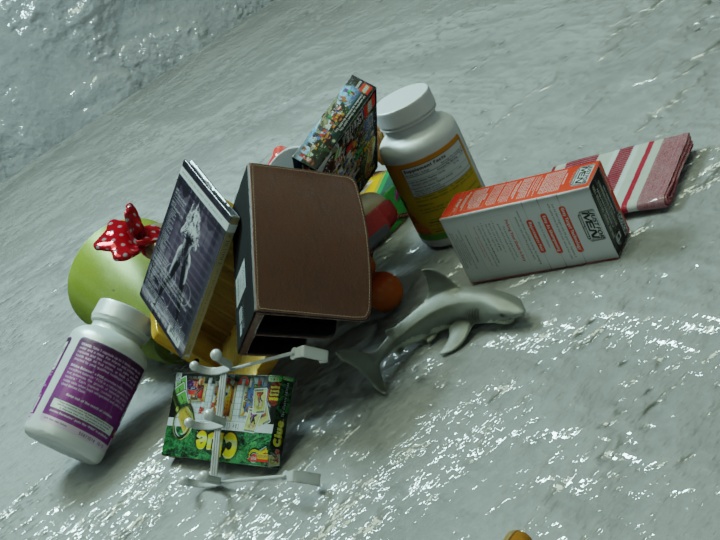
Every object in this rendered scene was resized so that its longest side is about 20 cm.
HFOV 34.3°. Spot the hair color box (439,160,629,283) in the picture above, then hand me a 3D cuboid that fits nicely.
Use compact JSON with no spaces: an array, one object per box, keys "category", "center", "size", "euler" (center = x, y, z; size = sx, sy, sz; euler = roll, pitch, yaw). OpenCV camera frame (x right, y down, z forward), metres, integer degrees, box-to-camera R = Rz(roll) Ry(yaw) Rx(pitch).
[{"category":"hair color box","center":[0.205,-0.054,1.388],"size":[0.199,0.102,0.061],"euler":[-10,30,35]}]

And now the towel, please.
[{"category":"towel","center":[0.312,-0.106,1.471],"size":[0.199,0.023,0.144],"euler":[-11,32,39]}]

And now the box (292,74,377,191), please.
[{"category":"box","center":[-0.028,-0.138,1.488],"size":[0.038,0.200,0.137],"euler":[29,70,14]}]

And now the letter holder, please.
[{"category":"letter holder","center":[-0.068,-0.010,1.351],"size":[0.141,0.101,0.201],"euler":[4,57,-17]}]

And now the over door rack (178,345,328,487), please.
[{"category":"over door rack","center":[-0.128,0.161,1.282],"size":[0.199,0.066,0.149],"euler":[-11,68,42]}]

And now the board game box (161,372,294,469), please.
[{"category":"board game box","center":[-0.159,0.174,1.372],"size":[0.199,0.023,0.105],"euler":[-4,74,44]}]

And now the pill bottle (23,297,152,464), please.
[{"category":"pill bottle","center":[-0.347,0.142,1.529],"size":[0.112,0.112,0.201],"euler":[1,61,49]}]

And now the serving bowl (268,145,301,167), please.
[{"category":"serving bowl","center":[-0.069,-0.078,1.677],"size":[0.066,0.201,0.200],"euler":[-2,3,-40]}]

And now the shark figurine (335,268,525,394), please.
[{"category":"shark figurine","center":[0.075,0.048,1.354],"size":[0.214,0.090,0.128],"euler":[-24,23,7]}]

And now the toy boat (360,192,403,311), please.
[{"category":"toy boat","center":[0.000,0.000,1.490],"size":[0.130,0.131,0.200],"euler":[-42,-5,-28]}]

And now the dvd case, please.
[{"category":"dvd case","center":[-0.214,-0.015,1.439],"size":[0.016,0.201,0.149],"euler":[4,29,-36]}]

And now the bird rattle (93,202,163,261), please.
[{"category":"bird rattle","center":[-0.257,-0.018,1.610],"size":[0.113,0.199,0.163],"euler":[-67,-11,13]}]

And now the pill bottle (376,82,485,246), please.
[{"category":"pill bottle","center":[0.093,-0.143,1.562],"size":[0.111,0.201,0.111],"euler":[-23,24,11]}]

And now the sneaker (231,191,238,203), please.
[{"category":"sneaker","center":[-0.139,-0.025,1.652],"size":[0.078,0.080,0.201],"euler":[-5,49,-26]}]

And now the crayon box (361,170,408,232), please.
[{"category":"crayon box","center":[-0.015,-0.093,1.762],"size":[0.199,0.058,0.119],"euler":[1,38,49]}]

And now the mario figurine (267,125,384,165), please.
[{"category":"mario figurine","center":[-0.051,-0.149,1.779],"size":[0.199,0.107,0.123],"euler":[-17,-17,6]}]

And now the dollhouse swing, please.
[{"category":"dollhouse swing","center":[-0.182,0.055,1.448],"size":[0.200,0.181,0.176],"euler":[-55,7,30]}]

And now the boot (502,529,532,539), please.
[{"category":"boot","center":[0.170,0.264,0.854],"size":[0.143,0.071,0.202],"euler":[-14,31,19]}]

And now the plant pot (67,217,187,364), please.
[{"category":"plant pot","center":[-0.298,0.047,1.685],"size":[0.187,0.188,0.200],"euler":[-36,41,-16]}]
